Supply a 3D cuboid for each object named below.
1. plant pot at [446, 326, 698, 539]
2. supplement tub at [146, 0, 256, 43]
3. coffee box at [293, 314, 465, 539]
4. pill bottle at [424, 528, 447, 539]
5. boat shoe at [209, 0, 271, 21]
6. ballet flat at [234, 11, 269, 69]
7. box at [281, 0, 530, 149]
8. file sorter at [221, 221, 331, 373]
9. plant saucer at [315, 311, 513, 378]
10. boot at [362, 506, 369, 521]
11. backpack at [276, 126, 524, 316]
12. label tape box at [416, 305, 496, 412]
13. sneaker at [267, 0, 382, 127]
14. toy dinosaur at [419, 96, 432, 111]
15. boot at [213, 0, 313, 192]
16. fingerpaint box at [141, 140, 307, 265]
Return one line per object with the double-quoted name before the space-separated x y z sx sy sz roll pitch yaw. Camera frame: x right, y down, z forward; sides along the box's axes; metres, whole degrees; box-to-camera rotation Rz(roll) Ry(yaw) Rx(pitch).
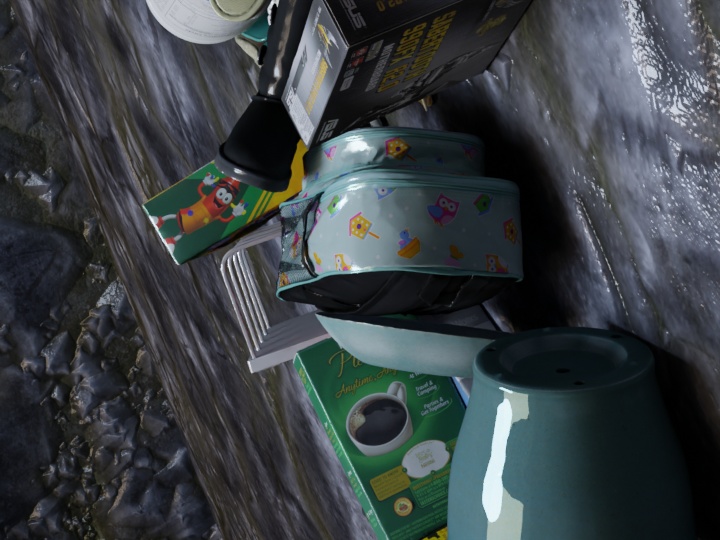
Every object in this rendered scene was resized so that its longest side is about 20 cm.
"plant pot" 0.156 0.149 1.170 0.200 0.199 0.189 -149 51 -63
"supplement tub" -0.132 -0.297 1.477 0.132 0.132 0.200 65 165 -3
"coffee box" 0.034 0.141 1.412 0.200 0.123 0.044 62 166 12
"pill bottle" 0.091 0.293 1.557 0.104 0.200 0.104 55 162 28
"boat shoe" -0.087 -0.312 1.331 0.068 0.075 0.201 -26 -55 -76
"ballet flat" -0.072 -0.216 1.560 0.062 0.067 0.200 56 178 -30
"box" 0.034 -0.165 1.095 0.048 0.158 0.200 63 164 9
"file sorter" -0.060 0.010 1.622 0.200 0.138 0.125 -78 -31 -83
"plant saucer" 0.058 0.065 1.321 0.201 0.200 0.039 -170 88 -71
"boot" 0.030 0.148 1.581 0.200 0.164 0.066 56 147 29
"backpack" 0.037 -0.037 1.254 0.200 0.175 0.154 -178 94 -68
"label tape box" 0.093 0.092 1.489 0.200 0.066 0.143 60 164 30
"sneaker" -0.026 -0.196 1.421 0.081 0.075 0.200 41 162 38
"toy dinosaur" 0.030 -0.178 1.315 0.101 0.058 0.200 51 174 -9
"boot" -0.057 -0.178 1.285 0.165 0.065 0.200 -88 18 -72
"fingerpaint box" -0.107 -0.082 1.544 0.073 0.167 0.200 59 -173 -1
